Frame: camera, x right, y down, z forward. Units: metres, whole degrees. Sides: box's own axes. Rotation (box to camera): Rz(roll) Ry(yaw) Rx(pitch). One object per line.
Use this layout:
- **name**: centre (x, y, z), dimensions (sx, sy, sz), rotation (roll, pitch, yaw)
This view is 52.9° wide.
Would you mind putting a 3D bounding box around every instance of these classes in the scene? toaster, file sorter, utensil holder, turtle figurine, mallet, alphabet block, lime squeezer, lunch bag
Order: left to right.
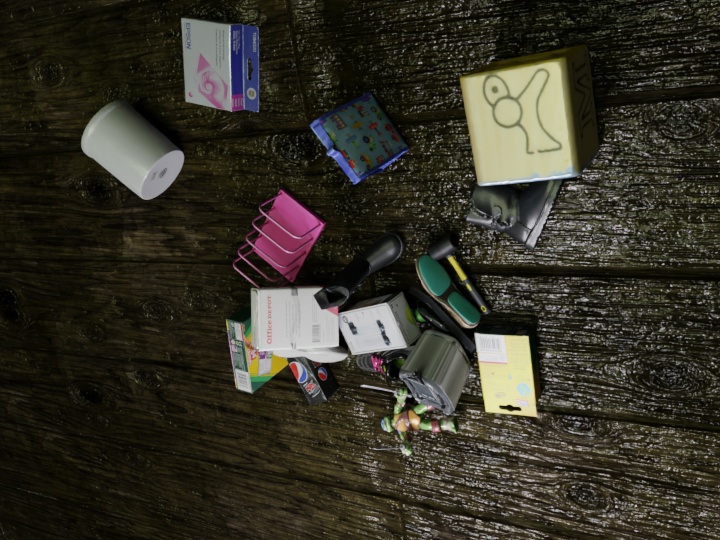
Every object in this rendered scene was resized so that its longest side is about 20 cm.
- **utensil holder**: centre (-0.574, -0.303, 1.840), dimensions (0.199, 0.170, 0.170), rotation (39, 125, 6)
- **file sorter**: centre (-0.205, -0.065, 1.752), dimensions (0.139, 0.125, 0.201), rotation (38, 125, 10)
- **lunch bag**: centre (-0.009, -0.268, 1.501), dimensions (0.094, 0.200, 0.151), rotation (-35, 92, 36)
- **turtle figurine**: centre (0.124, 0.356, 1.721), dimensions (0.192, 0.145, 0.200), rotation (-16, 142, 17)
- **lime squeezer**: centre (0.129, 0.118, 1.703), dimensions (0.198, 0.038, 0.071), rotation (-8, 139, 32)
- **toaster**: centre (0.169, 0.223, 1.625), dimensions (0.113, 0.130, 0.200), rotation (15, 154, 35)
- **mallet**: centre (0.219, 0.015, 1.599), dimensions (0.065, 0.041, 0.201), rotation (-21, 103, 35)
- **alphabet block**: centre (0.312, -0.282, 1.313), dimensions (0.194, 0.196, 0.202), rotation (-2, 110, 29)

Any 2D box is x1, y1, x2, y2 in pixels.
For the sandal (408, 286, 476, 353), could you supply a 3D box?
- **sandal**: centre (0.177, 0.114, 1.620), dimensions (0.043, 0.076, 0.200), rotation (-44, 87, -1)

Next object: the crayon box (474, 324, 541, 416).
- **crayon box**: centre (0.331, 0.223, 1.614), dimensions (0.126, 0.051, 0.202), rotation (1, 111, 30)

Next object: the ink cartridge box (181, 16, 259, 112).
- **ink cartridge box**: centre (-0.329, -0.480, 1.693), dimensions (0.198, 0.043, 0.198), rotation (16, 118, 25)

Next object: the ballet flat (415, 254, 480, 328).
- **ballet flat**: centre (0.184, 0.054, 1.619), dimensions (0.201, 0.068, 0.067), rotation (52, 157, 2)

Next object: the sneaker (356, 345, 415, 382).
- **sneaker**: centre (0.066, 0.223, 1.745), dimensions (0.198, 0.087, 0.074), rotation (-1, 111, 31)

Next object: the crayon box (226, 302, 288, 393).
- **crayon box**: centre (-0.259, 0.184, 1.864), dimensions (0.058, 0.172, 0.202), rotation (9, 116, 30)

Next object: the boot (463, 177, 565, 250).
- **boot**: centre (0.305, -0.153, 1.445), dimensions (0.167, 0.076, 0.201), rotation (27, 128, 13)

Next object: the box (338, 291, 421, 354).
- **box**: centre (0.039, 0.127, 1.708), dimensions (0.199, 0.060, 0.117), rotation (-17, 102, 49)

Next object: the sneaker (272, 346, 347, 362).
- **sneaker**: centre (-0.123, 0.176, 1.815), dimensions (0.198, 0.089, 0.075), rotation (12, 149, -24)

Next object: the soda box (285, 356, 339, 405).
- **soda box**: centre (-0.137, 0.245, 1.883), dimensions (0.063, 0.071, 0.201), rotation (-22, 99, 35)

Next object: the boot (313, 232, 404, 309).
- **boot**: centre (-0.001, 0.001, 1.615), dimensions (0.165, 0.200, 0.066), rotation (-38, 91, 36)

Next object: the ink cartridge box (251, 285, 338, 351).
- **ink cartridge box**: centre (-0.158, 0.111, 1.721), dimensions (0.085, 0.198, 0.147), rotation (-178, 87, -69)
